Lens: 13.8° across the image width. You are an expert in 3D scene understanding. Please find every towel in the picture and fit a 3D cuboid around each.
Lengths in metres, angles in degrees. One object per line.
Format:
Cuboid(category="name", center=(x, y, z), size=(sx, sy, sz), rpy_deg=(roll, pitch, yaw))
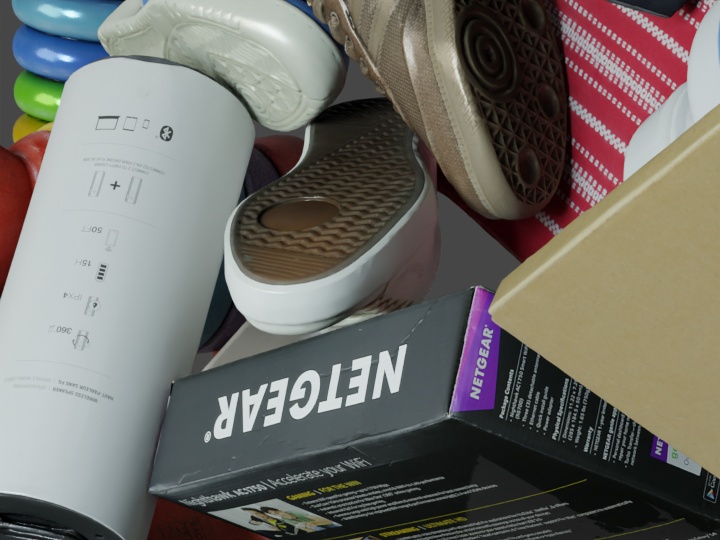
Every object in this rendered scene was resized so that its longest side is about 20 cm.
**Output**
Cuboid(category="towel", center=(0.094, -0.090, 1.117), size=(0.145, 0.022, 0.200), rpy_deg=(45, 121, 52))

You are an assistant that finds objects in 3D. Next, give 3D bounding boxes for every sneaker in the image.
Cuboid(category="sneaker", center=(0.000, 0.000, 1.115), size=(0.200, 0.073, 0.085), rpy_deg=(-56, -37, -67))
Cuboid(category="sneaker", center=(0.017, -0.107, 1.123), size=(0.075, 0.070, 0.200), rpy_deg=(-24, 78, 36))
Cuboid(category="sneaker", center=(-0.031, -0.119, 1.223), size=(0.111, 0.077, 0.200), rpy_deg=(-46, 15, -13))

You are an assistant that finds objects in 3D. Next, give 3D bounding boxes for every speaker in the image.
Cuboid(category="speaker", center=(-0.100, 0.019, 1.148), size=(0.081, 0.081, 0.200), rpy_deg=(-31, 38, 51))

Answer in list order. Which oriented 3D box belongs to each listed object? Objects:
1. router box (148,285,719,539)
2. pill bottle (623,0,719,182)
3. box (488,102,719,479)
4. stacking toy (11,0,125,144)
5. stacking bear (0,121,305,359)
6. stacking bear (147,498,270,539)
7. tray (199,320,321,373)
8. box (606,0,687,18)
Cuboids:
Cuboid(category="router box", center=(0.038, 0.069, 1.059), size=(0.200, 0.149, 0.051), rpy_deg=(-19, 54, 54))
Cuboid(category="pill bottle", center=(0.171, -0.065, 0.915), size=(0.200, 0.112, 0.112), rpy_deg=(-44, 51, 46))
Cuboid(category="box", center=(0.159, 0.008, 0.896), size=(0.200, 0.163, 0.021), rpy_deg=(-41, 19, 46))
Cuboid(category="stacking toy", center=(-0.136, -0.079, 1.420), size=(0.085, 0.085, 0.201), rpy_deg=(30, 115, 54))
Cuboid(category="stacking bear", center=(-0.119, -0.014, 1.266), size=(0.114, 0.200, 0.122), rpy_deg=(-57, 42, 35))
Cuboid(category="stacking bear", center=(-0.080, 0.172, 1.239), size=(0.122, 0.113, 0.200), rpy_deg=(-117, 28, -42))
Cuboid(category="tray", center=(-0.034, 0.086, 1.264), size=(0.108, 0.022, 0.200), rpy_deg=(56, 135, 14))
Cuboid(category="box", center=(0.092, -0.231, 1.033), size=(0.200, 0.117, 0.197), rpy_deg=(-52, 41, 34))
